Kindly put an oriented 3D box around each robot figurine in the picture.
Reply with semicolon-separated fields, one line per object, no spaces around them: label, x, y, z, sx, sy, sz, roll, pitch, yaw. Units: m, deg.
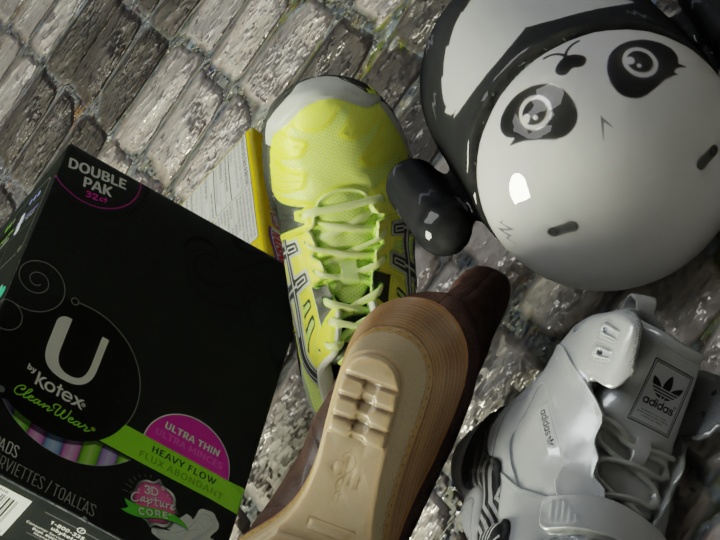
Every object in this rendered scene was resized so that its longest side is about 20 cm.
robot figurine;0.096;-0.072;1.139;0.200;0.125;0.150;-115;44;-62

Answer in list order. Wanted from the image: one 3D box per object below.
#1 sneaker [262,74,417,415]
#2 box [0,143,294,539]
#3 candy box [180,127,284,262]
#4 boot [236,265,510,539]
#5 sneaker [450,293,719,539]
sneaker;0.000;0.000;1.199;0.075;0.200;0.076;-13;33;-4
box;-0.135;0.069;1.237;0.124;0.148;0.200;-44;21;44
candy box;-0.083;0.004;1.498;0.102;0.026;0.200;-44;27;21
boot;0.006;0.099;1.110;0.200;0.072;0.166;-67;-13;17
sneaker;0.100;0.086;1.000;0.115;0.075;0.200;-52;21;16
